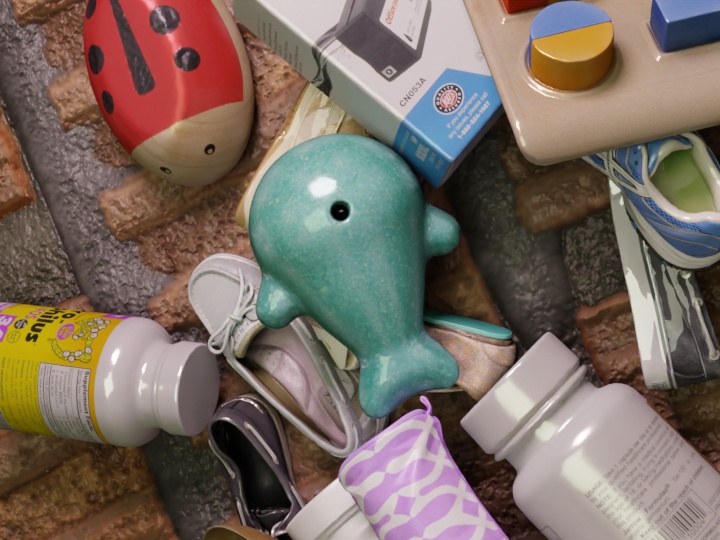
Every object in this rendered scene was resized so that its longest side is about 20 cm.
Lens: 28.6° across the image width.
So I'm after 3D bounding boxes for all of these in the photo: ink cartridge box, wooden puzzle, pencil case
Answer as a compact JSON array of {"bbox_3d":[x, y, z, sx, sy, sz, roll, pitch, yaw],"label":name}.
[{"bbox_3d":[0.028,-0.182,0.996,0.200,0.084,0.145,40,82,3],"label":"ink cartridge box"},{"bbox_3d":[0.164,-0.175,0.905,0.184,0.046,0.201,-13,59,-4],"label":"wooden puzzle"},{"bbox_3d":[0.068,0.190,0.956,0.085,0.084,0.200,-38,77,4],"label":"pencil case"}]

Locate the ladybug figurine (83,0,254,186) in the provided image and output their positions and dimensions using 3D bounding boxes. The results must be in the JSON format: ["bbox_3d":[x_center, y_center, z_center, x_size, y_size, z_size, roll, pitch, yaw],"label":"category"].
[{"bbox_3d":[-0.161,-0.163,1.121,0.135,0.072,0.201,-27,83,21],"label":"ladybug figurine"}]

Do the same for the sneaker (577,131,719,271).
[{"bbox_3d":[0.180,-0.093,0.922,0.076,0.077,0.200,-41,84,-11],"label":"sneaker"}]

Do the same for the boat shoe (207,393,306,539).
[{"bbox_3d":[-0.072,0.197,1.112,0.072,0.063,0.201,-22,86,19],"label":"boat shoe"}]

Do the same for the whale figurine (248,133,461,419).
[{"bbox_3d":[0.000,0.000,0.990,0.158,0.104,0.201,-22,84,-5],"label":"whale figurine"}]

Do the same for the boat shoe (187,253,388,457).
[{"bbox_3d":[-0.063,0.065,1.099,0.074,0.065,0.202,-46,77,17],"label":"boat shoe"}]

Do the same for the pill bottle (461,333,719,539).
[{"bbox_3d":[0.170,0.144,0.970,0.200,0.114,0.114,45,107,8],"label":"pill bottle"}]

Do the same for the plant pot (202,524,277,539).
[{"bbox_3d":[-0.050,0.272,1.071,0.200,0.027,0.201,38,146,33],"label":"plant pot"}]

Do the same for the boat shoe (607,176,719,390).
[{"bbox_3d":[0.215,-0.019,0.983,0.067,0.072,0.201,-11,86,15],"label":"boat shoe"}]

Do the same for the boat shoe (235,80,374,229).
[{"bbox_3d":[-0.021,-0.108,1.076,0.069,0.074,0.201,30,97,-4],"label":"boat shoe"}]

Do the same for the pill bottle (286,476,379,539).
[{"bbox_3d":[0.043,0.239,1.041,0.116,0.116,0.200,-45,78,18],"label":"pill bottle"}]

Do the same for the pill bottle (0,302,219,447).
[{"bbox_3d":[-0.218,0.085,1.141,0.199,0.104,0.105,5,95,21],"label":"pill bottle"}]

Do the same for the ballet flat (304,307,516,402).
[{"bbox_3d":[0.017,0.050,1.068,0.199,0.068,0.068,19,102,20],"label":"ballet flat"}]
